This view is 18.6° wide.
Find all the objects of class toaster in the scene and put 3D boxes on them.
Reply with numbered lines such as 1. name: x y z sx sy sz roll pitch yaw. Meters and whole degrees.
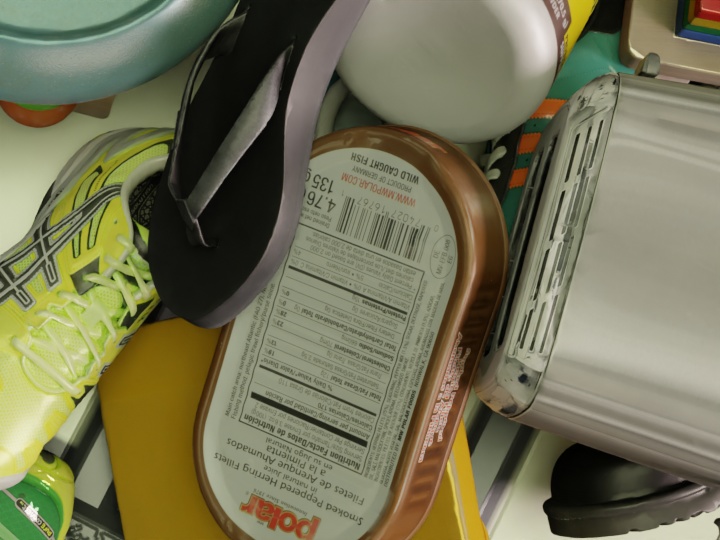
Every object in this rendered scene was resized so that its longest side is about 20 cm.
1. toaster: 0.129 0.009 0.953 0.129 0.114 0.201 16 81 -3

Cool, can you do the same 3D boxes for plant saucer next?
1. plant saucer: -0.133 -0.171 0.926 0.199 0.027 0.201 1 86 -11

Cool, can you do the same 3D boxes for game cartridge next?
1. game cartridge: -0.028 0.111 0.997 0.176 0.032 0.201 -12 88 26

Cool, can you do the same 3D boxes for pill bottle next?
1. pill bottle: 0.065 -0.155 1.007 0.109 0.109 0.200 33 47 -4

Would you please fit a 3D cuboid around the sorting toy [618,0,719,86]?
1. sorting toy: 0.238 -0.182 1.035 0.199 0.070 0.200 10 80 -6

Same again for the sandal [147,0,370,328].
1. sandal: -0.050 -0.075 0.929 0.043 0.076 0.201 11 101 -48

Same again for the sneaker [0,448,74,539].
1. sneaker: -0.230 0.110 0.989 0.199 0.074 0.084 6 80 -8

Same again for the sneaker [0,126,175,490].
1. sneaker: -0.128 0.008 0.979 0.075 0.076 0.200 42 58 -26

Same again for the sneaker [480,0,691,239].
1. sneaker: 0.084 -0.056 1.055 0.080 0.071 0.200 37 69 0

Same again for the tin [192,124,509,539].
1. tin: -0.008 0.034 0.947 0.112 0.042 0.201 22 101 28

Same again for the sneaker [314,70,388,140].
1. sneaker: 0.000 -0.001 1.024 0.070 0.093 0.201 -4 85 -9

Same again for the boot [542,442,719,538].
1. boot: 0.156 0.023 1.050 0.210 0.079 0.158 -24 95 -20

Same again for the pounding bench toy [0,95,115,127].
1. pounding bench toy: -0.122 -0.142 1.004 0.199 0.124 0.157 14 83 -7
